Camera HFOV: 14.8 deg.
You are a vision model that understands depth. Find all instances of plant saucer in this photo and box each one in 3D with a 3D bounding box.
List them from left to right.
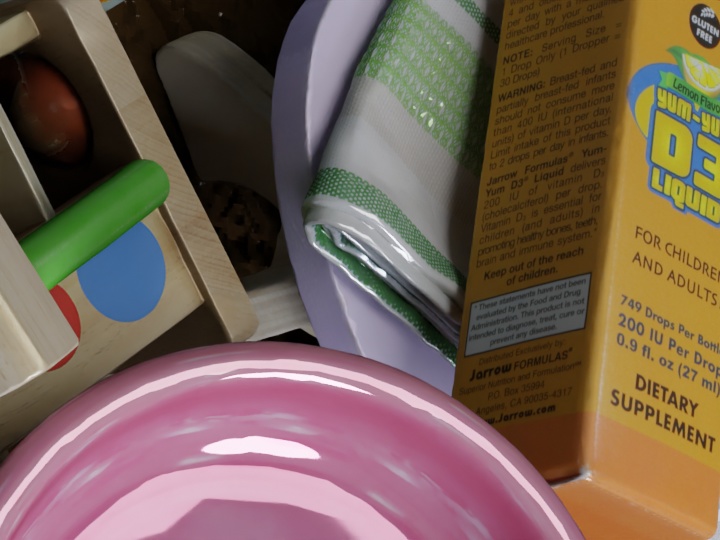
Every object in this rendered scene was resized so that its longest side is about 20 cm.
[{"bbox_3d":[-0.024,0.121,0.749,0.200,0.051,0.201,7,71,-20],"label":"plant saucer"}]

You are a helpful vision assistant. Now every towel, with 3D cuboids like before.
[{"bbox_3d":[0.068,-0.053,0.947,0.149,0.031,0.200,42,57,-28],"label":"towel"}]

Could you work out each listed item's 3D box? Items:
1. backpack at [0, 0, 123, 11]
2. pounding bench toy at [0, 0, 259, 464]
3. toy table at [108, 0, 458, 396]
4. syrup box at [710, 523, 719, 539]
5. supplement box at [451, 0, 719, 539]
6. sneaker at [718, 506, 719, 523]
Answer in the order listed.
[{"bbox_3d":[-0.097,-0.186,0.888,0.176,0.153,0.200,41,66,1],"label":"backpack"},{"bbox_3d":[-0.109,-0.004,0.822,0.156,0.200,0.124,-36,106,-38],"label":"pounding bench toy"},{"bbox_3d":[0.000,0.000,0.975,0.184,0.117,0.200,-12,91,-42],"label":"toy table"},{"bbox_3d":[0.111,0.076,1.085,0.200,0.081,0.079,-41,111,-36],"label":"syrup box"},{"bbox_3d":[0.080,-0.013,0.890,0.066,0.069,0.200,25,61,-36],"label":"supplement box"},{"bbox_3d":[0.126,0.024,1.028,0.087,0.075,0.200,22,40,-26],"label":"sneaker"}]
